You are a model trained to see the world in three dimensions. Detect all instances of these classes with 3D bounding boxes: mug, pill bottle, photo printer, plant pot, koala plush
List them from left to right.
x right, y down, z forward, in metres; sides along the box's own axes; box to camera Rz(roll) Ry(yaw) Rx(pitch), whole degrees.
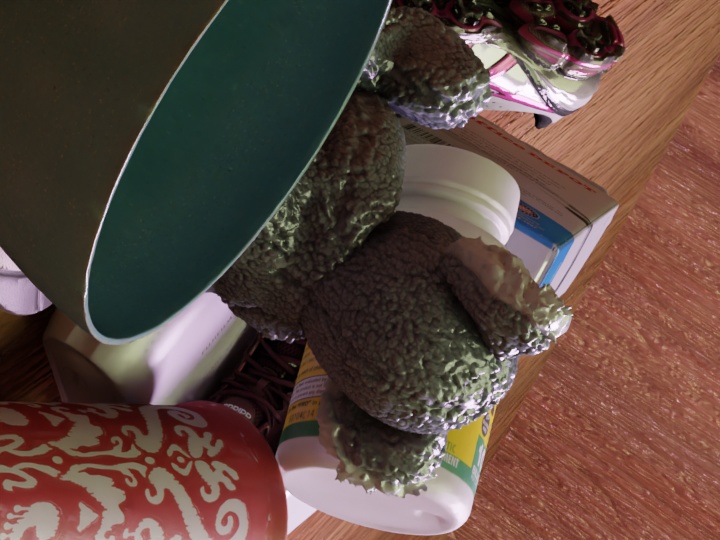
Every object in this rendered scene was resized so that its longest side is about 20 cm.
[{"bbox_3d":[-0.144,0.144,0.931,0.133,0.178,0.200,-32,154,30],"label":"mug"},{"bbox_3d":[-0.094,-0.092,0.709,0.200,0.135,0.200,-52,167,-18],"label":"plant pot"},{"bbox_3d":[-0.110,0.022,1.085,0.166,0.069,0.200,-52,167,-21],"label":"photo printer"},{"bbox_3d":[0.000,0.000,0.898,0.177,0.200,0.184,-47,163,32],"label":"koala plush"},{"bbox_3d":[0.029,0.036,1.035,0.113,0.113,0.200,93,12,-67],"label":"pill bottle"}]

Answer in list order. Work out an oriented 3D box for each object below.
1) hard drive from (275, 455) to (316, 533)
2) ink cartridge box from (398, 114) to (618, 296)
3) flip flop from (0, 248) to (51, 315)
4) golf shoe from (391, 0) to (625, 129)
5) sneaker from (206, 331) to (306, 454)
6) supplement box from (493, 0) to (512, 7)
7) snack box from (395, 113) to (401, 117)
[{"bbox_3d":[-0.055,0.145,1.136,0.200,0.025,0.132,-38,167,-27],"label":"hard drive"},{"bbox_3d":[0.073,-0.035,1.216,0.086,0.146,0.200,-62,168,17],"label":"ink cartridge box"},{"bbox_3d":[-0.144,-0.042,0.850,0.200,0.058,0.081,-66,178,-65],"label":"flip flop"},{"bbox_3d":[0.053,-0.132,1.093,0.092,0.200,0.073,-55,-151,40],"label":"golf shoe"},{"bbox_3d":[-0.046,0.065,1.108,0.200,0.076,0.116,-62,167,21],"label":"sneaker"},{"bbox_3d":[0.086,-0.223,1.131,0.200,0.061,0.109,112,-19,-46],"label":"supplement box"},{"bbox_3d":[-0.027,-0.078,1.192,0.142,0.053,0.200,-52,168,-24],"label":"snack box"}]
